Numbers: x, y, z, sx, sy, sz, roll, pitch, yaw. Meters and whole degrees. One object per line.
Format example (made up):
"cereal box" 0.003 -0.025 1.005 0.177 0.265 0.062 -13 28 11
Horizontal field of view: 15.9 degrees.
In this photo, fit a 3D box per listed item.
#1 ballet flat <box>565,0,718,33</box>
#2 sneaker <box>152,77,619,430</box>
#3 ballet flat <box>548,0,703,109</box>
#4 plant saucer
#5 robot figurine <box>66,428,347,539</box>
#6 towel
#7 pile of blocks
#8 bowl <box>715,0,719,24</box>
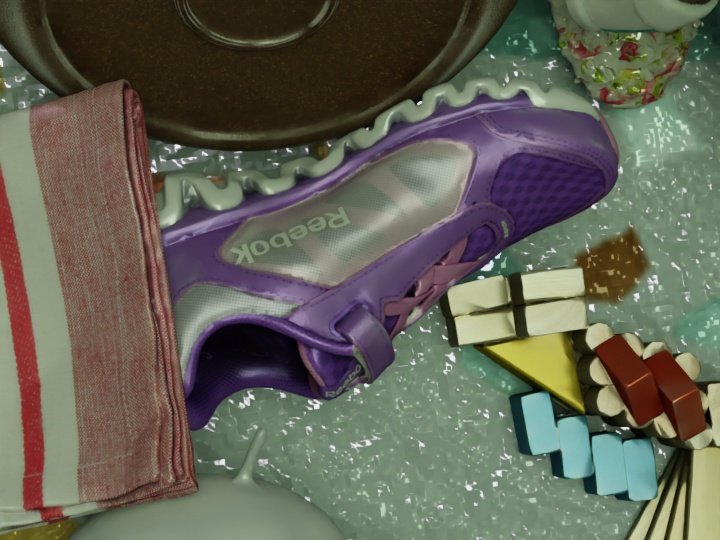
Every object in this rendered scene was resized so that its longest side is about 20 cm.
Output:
"ballet flat" 0.076 -0.175 0.891 0.069 0.069 0.200 -9 81 -7
"sneaker" 0.000 0.000 0.901 0.200 0.081 0.089 -18 56 -3
"ballet flat" 0.100 -0.160 0.936 0.076 0.064 0.200 -3 88 -28
"plant saucer" -0.035 -0.103 0.866 0.200 0.200 0.032 -1 52 -7
"robot figurine" -0.049 0.157 0.885 0.169 0.113 0.200 -8 89 17
"towel" -0.159 0.025 0.880 0.200 0.023 0.144 -14 75 12
"pile of blocks" 0.114 0.064 0.934 0.200 0.062 0.082 28 85 -4
"bowl" 0.202 -0.115 0.913 0.200 0.105 0.201 -2 94 -29
